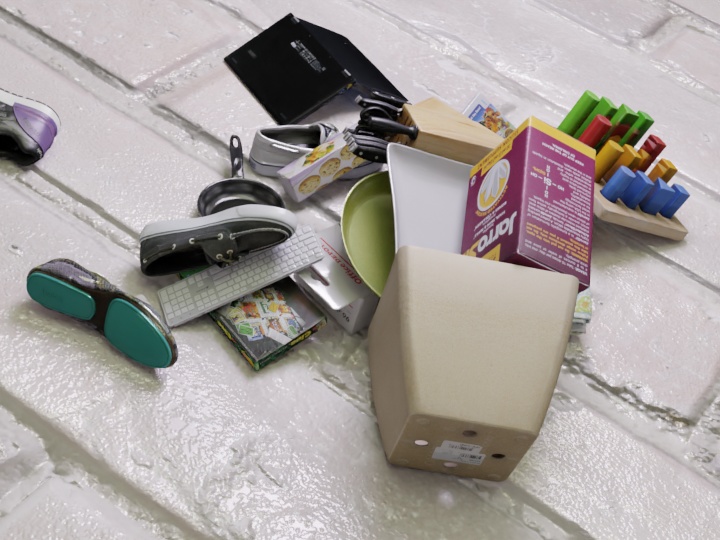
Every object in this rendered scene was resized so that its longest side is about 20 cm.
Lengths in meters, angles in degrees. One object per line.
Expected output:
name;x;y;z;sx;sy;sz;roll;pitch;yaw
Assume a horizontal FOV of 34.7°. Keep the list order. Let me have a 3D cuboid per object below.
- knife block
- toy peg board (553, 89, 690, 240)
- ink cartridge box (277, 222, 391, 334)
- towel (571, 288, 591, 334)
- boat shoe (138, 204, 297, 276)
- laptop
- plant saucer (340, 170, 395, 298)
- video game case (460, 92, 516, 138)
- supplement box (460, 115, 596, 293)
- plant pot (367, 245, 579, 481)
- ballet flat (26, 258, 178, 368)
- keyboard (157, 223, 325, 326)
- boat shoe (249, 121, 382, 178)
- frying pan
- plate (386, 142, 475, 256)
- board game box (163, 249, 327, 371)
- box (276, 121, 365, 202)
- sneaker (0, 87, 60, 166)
knife block;0.082;-0.150;1.424;0.199;0.064;0.175;33;31;13
toy peg board;0.371;-0.156;1.626;0.199;0.098;0.200;10;37;-41
ink cartridge box;0.000;0.000;1.420;0.199;0.068;0.116;-26;56;-37
towel;0.203;-0.015;1.471;0.170;0.048;0.201;4;64;-9
boat shoe;-0.167;-0.030;1.345;0.199;0.069;0.057;-8;62;19
laptop;-0.067;-0.291;1.756;0.200;0.116;0.187;-35;57;-8
plant saucer;0.061;-0.028;1.388;0.199;0.031;0.201;14;55;-21
video game case;0.193;-0.126;1.561;0.200;0.018;0.143;44;61;-8
supplement box;0.191;-0.053;1.331;0.103;0.131;0.201;24;53;-20
plant pot;0.113;0.114;1.249;0.198;0.200;0.178;10;56;-6
ballet flat;-0.278;0.040;1.299;0.200;0.072;0.072;27;43;11
keyboard;-0.140;0.005;1.351;0.199;0.011;0.056;-24;59;-2
boat shoe;-0.053;-0.170;1.588;0.199;0.066;0.074;-7;46;-23
frying pan;-0.172;-0.101;1.504;0.114;0.031;0.190;-16;50;-28
plate;0.116;-0.042;1.380;0.199;0.032;0.201;13;58;-28
board game box;-0.139;0.021;1.371;0.105;0.024;0.200;-33;59;-18
box;-0.019;-0.161;1.554;0.199;0.042;0.039;-33;32;-17
sneaker;-0.494;-0.193;1.479;0.199;0.076;0.088;15;48;0
